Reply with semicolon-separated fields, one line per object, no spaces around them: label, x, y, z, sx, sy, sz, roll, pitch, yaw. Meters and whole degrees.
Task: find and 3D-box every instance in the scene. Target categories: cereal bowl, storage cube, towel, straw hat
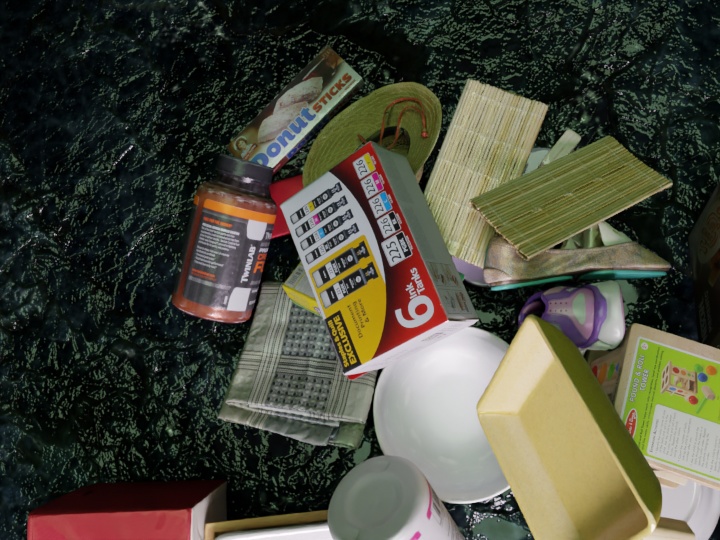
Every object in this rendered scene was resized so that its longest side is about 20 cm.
cereal bowl;0.116;0.167;0.772;0.199;0.083;0.202;-1;83;9
storage cube;-0.261;0.347;0.754;0.178;0.200;0.172;-2;81;2
towel;-0.067;0.109;0.797;0.191;0.035;0.201;7;66;17
straw hat;0.032;-0.132;0.814;0.200;0.085;0.202;-17;55;26

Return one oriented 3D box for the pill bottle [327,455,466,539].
pill bottle;0.055;0.306;0.702;0.113;0.114;0.201;-27;121;4

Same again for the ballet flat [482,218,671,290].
ballet flat;0.226;-0.020;0.671;0.198;0.068;0.068;-4;85;-7

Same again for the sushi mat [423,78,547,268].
sushi mat;0.130;-0.111;0.716;0.095;0.012;0.201;21;85;13

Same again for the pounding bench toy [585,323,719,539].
pounding bench toy;0.290;0.181;0.657;0.123;0.156;0.201;17;73;6

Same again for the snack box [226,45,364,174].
snack box;-0.090;-0.213;0.885;0.200;0.024;0.072;-45;79;1

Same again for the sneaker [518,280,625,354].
sneaker;0.213;0.060;0.710;0.088;0.200;0.081;1;72;-1

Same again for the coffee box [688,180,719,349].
coffee box;0.416;-0.004;0.682;0.079;0.115;0.201;14;46;10

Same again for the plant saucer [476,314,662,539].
plant saucer;0.193;0.169;0.606;0.048;0.201;0.201;-12;54;-17

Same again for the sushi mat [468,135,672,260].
sushi mat;0.220;-0.081;0.674;0.199;0.012;0.096;-25;57;-17

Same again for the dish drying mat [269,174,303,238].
dish drying mat;-0.093;-0.088;0.873;0.199;0.018;0.077;-13;81;8

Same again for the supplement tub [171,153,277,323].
supplement tub;-0.168;-0.042;0.816;0.106;0.107;0.201;17;97;11

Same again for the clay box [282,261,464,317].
clay box;0.017;0.022;0.779;0.199;0.048;0.115;24;66;29

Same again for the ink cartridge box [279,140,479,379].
ink cartridge box;0.000;0.000;0.686;0.175;0.084;0.201;-31;71;27

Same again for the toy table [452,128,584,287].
toy table;0.191;-0.074;0.776;0.183;0.117;0.201;27;86;11

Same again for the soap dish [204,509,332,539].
soap dish;-0.081;0.363;0.750;0.199;0.081;0.159;-1;82;-14

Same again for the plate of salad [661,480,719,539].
plate of salad;0.314;0.237;0.745;0.199;0.048;0.201;-1;72;2
